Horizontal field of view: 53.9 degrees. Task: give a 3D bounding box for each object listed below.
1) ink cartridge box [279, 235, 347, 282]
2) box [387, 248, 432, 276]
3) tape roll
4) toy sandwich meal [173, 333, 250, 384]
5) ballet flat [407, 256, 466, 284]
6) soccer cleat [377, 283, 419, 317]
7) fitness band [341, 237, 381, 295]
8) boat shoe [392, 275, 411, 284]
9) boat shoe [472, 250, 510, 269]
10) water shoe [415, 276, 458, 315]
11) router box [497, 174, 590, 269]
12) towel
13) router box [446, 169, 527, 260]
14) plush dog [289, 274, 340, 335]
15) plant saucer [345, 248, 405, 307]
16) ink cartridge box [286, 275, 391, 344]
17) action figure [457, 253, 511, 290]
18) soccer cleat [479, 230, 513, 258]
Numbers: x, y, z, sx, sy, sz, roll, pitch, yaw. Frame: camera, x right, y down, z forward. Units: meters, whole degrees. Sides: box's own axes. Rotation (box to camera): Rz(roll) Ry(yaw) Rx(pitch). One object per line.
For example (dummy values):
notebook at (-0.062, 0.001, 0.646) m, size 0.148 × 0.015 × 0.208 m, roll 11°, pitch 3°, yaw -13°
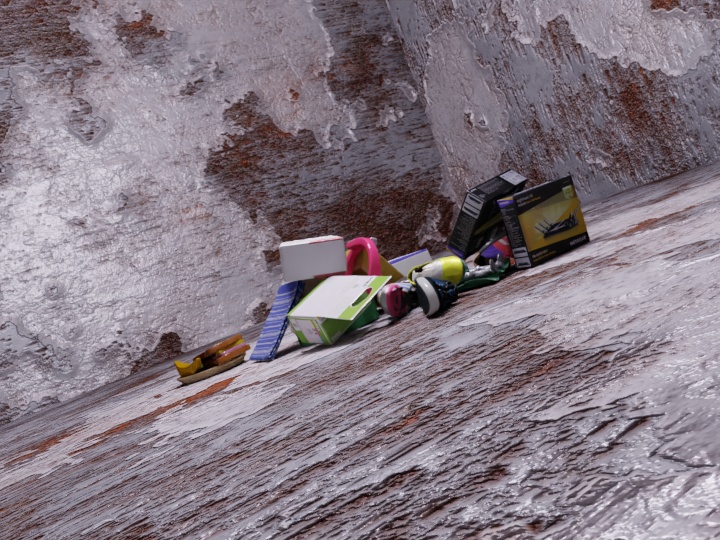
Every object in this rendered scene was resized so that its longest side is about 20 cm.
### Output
ink cartridge box at (-0.112, -0.030, 1.642) m, size 0.146 × 0.084 × 0.200 m, roll -8°, pitch 5°, yaw -5°
box at (0.092, 0.026, 2.017) m, size 0.183 × 0.106 × 0.200 m, roll -22°, pitch 2°, yaw -26°
tape roll at (-0.055, 0.119, 1.659) m, size 0.199 × 0.048 × 0.200 m, roll -20°, pitch 1°, yaw 0°
toy sandwich meal at (-0.379, 0.223, 1.790) m, size 0.204 × 0.071 × 0.205 m, roll -20°, pitch 1°, yaw 1°
ballet flat at (0.154, 0.009, 1.507) m, size 0.067 × 0.067 × 0.200 m, roll 0°, pitch -4°, yaw -18°
soccer cleat at (0.066, 0.064, 1.531) m, size 0.086 × 0.070 × 0.200 m, roll -2°, pitch 0°, yaw 22°
fitness band at (0.000, 0.000, 1.627) m, size 0.037 × 0.145 × 0.200 m, roll 4°, pitch -7°, yaw -21°
boat shoe at (0.149, 0.034, 1.649) m, size 0.199 × 0.067 × 0.057 m, roll -17°, pitch -6°, yaw -13°
boat shoe at (0.304, -0.030, 1.701) m, size 0.071 × 0.073 × 0.200 m, roll -8°, pitch 7°, yaw -2°
water shoe at (0.149, 0.039, 1.361) m, size 0.078 × 0.072 × 0.200 m, roll -15°, pitch 2°, yaw 2°
router box at (0.405, -0.109, 1.560) m, size 0.199 × 0.158 × 0.052 m, roll -22°, pitch 6°, yaw -32°
towel at (-0.198, 0.116, 1.656) m, size 0.145 × 0.024 × 0.201 m, roll -16°, pitch 49°, yaw 61°
router box at (0.290, -0.130, 1.623) m, size 0.200 × 0.052 × 0.158 m, roll -28°, pitch -37°, yaw -46°
plush dog at (-0.104, 0.056, 1.790) m, size 0.199 × 0.161 × 0.172 m, roll -19°, pitch -20°, yaw -8°
plant saucer at (0.036, 0.028, 1.770) m, size 0.049 × 0.200 × 0.200 m, roll -54°, pitch 14°, yaw -20°
ink cartridge box at (-0.032, 0.081, 1.467) m, size 0.199 × 0.076 × 0.148 m, roll 0°, pitch 35°, yaw 46°
action figure at (0.223, 0.019, 1.559) m, size 0.199 × 0.055 × 0.118 m, roll -24°, pitch 1°, yaw 39°
soccer cleat at (0.350, -0.053, 1.580) m, size 0.199 × 0.074 × 0.068 m, roll -17°, pitch -17°, yaw -34°
